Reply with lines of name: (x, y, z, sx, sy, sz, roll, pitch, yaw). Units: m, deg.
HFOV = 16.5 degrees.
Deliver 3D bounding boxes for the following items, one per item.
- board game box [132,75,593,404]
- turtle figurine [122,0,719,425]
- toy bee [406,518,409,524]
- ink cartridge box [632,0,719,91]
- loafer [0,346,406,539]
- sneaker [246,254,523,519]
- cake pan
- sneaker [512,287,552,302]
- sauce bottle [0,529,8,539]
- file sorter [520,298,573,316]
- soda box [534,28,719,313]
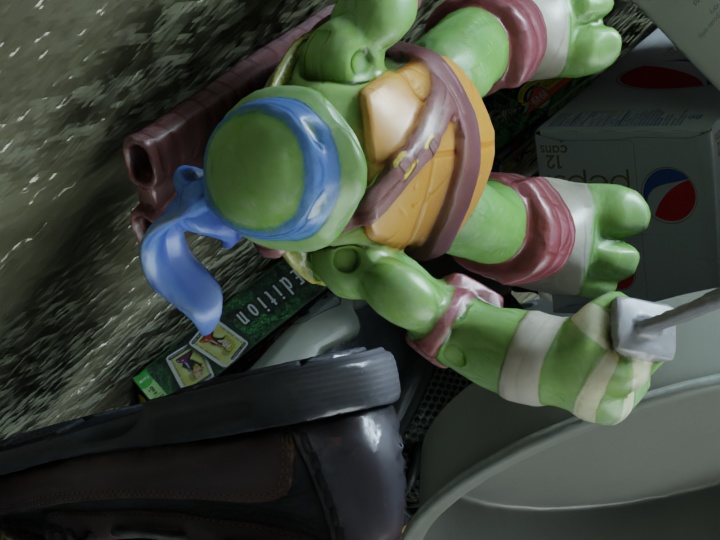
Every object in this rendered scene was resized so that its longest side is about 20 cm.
board game box: (0.000, 0.000, 0.907, 0.200, 0.023, 0.105, -39, 170, -15)
turtle figurine: (0.054, -0.040, 0.646, 0.200, 0.144, 0.194, -42, 173, 16)
toy bee: (0.005, 0.107, 1.000, 0.109, 0.131, 0.200, -18, 167, -16)
ink cartridge box: (0.187, -0.067, 0.830, 0.116, 0.200, 0.068, -26, 161, -53)
loafer: (-0.055, 0.068, 0.712, 0.072, 0.063, 0.200, -11, 176, -36)
sneaker: (0.021, 0.062, 0.869, 0.076, 0.114, 0.199, -51, 163, 29)
cake pan: (0.106, 0.058, 0.795, 0.200, 0.037, 0.200, -10, 155, -5)
sneaker: (0.098, 0.013, 0.978, 0.115, 0.076, 0.201, -3, -159, 19)
sauce bottle: (-0.128, 0.111, 0.791, 0.065, 0.065, 0.200, -48, 168, 28)
file sorter: (0.138, 0.085, 1.074, 0.200, 0.125, 0.139, -15, -153, 36)
soda box: (0.127, -0.047, 0.910, 0.064, 0.068, 0.200, 1, -161, 24)
